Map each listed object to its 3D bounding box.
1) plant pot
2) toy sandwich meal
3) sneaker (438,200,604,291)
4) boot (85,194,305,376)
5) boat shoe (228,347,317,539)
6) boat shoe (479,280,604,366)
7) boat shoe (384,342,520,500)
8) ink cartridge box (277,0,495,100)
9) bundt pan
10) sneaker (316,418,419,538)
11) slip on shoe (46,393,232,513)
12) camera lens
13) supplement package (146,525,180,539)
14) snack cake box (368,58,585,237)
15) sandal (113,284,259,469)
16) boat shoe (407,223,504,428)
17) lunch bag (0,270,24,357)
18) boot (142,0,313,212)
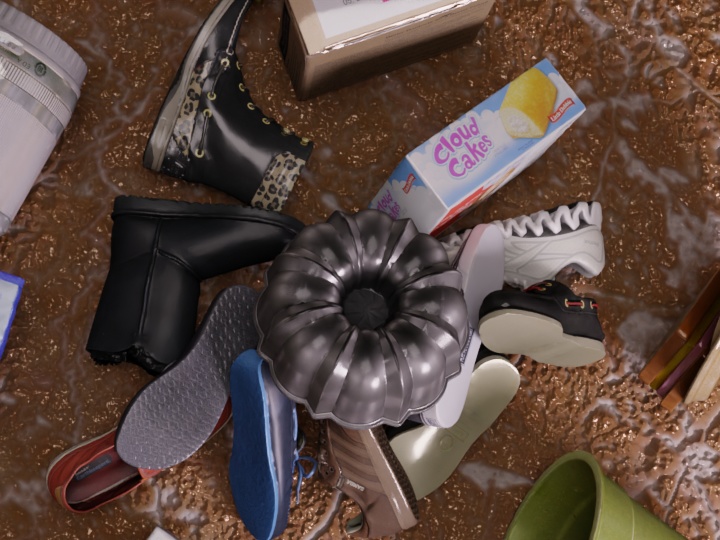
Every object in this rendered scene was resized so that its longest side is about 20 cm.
[{"bbox_3d":[0.246,0.298,1.448,0.188,0.200,0.202,26,79,-13],"label":"plant pot"},{"bbox_3d":[0.338,0.040,1.483,0.070,0.205,0.206,31,79,14],"label":"toy sandwich meal"},{"bbox_3d":[0.151,-0.013,1.539,0.197,0.075,0.082,-12,90,-6],"label":"sneaker"},{"bbox_3d":[-0.158,0.022,1.500,0.197,0.076,0.171,6,77,1],"label":"boot"},{"bbox_3d":[-0.076,0.163,1.453,0.068,0.202,0.084,-24,41,-40],"label":"boat shoe"},{"bbox_3d":[0.168,0.045,1.472,0.073,0.200,0.064,-18,70,31],"label":"boat shoe"},{"bbox_3d":[0.069,0.152,1.509,0.201,0.063,0.074,-46,117,2],"label":"boat shoe"},{"bbox_3d":[0.023,-0.248,1.517,0.198,0.165,0.076,-19,82,-8],"label":"ink cartridge box"},{"bbox_3d":[0.006,0.033,1.369,0.199,0.076,0.205,3,67,-8],"label":"bundt pan"},{"bbox_3d":[-0.014,0.163,1.433,0.075,0.071,0.202,-21,106,10],"label":"sneaker"},{"bbox_3d":[-0.204,0.168,1.468,0.198,0.061,0.075,-29,115,-6],"label":"slip on shoe"},{"bbox_3d":[-0.368,-0.141,1.468,0.159,0.160,0.202,28,79,0],"label":"camera lens"},{"bbox_3d":[-0.141,0.342,1.427,0.199,0.117,0.117,38,78,3],"label":"supplement package"},{"bbox_3d":[0.112,-0.109,1.499,0.199,0.115,0.067,-36,85,-29],"label":"snack cake box"},{"bbox_3d":[-0.153,0.104,1.443,0.076,0.043,0.201,43,69,-13],"label":"sandal"},{"bbox_3d":[0.080,0.048,1.469,0.067,0.072,0.202,9,76,34],"label":"boat shoe"},{"bbox_3d":[-0.428,0.061,1.447,0.197,0.128,0.172,14,79,8],"label":"lunch bag"},{"bbox_3d":[-0.111,-0.163,1.543,0.152,0.073,0.206,26,79,-5],"label":"boot"}]
